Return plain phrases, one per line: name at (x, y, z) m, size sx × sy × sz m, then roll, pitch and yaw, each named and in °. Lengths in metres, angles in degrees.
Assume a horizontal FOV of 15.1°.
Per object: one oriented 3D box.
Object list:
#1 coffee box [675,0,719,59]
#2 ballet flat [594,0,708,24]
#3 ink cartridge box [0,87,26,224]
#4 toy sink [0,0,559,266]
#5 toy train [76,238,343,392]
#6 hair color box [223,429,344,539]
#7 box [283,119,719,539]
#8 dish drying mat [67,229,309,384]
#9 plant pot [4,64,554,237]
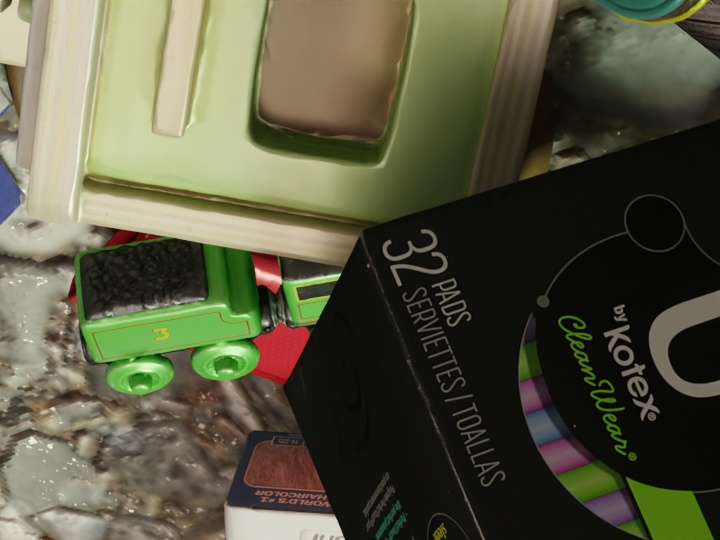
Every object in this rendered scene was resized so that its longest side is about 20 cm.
coffee box at (0.191, -0.073, 0.790) m, size 0.200 × 0.114 × 0.080 m, roll 36°, pitch 176°, yaw -20°
ballet flat at (0.045, -0.159, 0.745) m, size 0.067 × 0.067 × 0.200 m, roll -39°, pitch 85°, yaw 37°
ink cartridge box at (-0.211, -0.028, 0.914) m, size 0.043 × 0.196 × 0.200 m, roll 16°, pitch 146°, yaw 45°
toy sink at (-0.043, -0.087, 0.826) m, size 0.200 × 0.112 × 0.131 m, roll 11°, pitch 122°, yaw -2°
toy train at (0.000, 0.000, 0.914) m, size 0.200 × 0.042 × 0.056 m, roll -11°, pitch 148°, yaw 1°
hair color box at (0.002, 0.164, 1.065) m, size 0.100 × 0.061 × 0.200 m, roll 4°, pitch 118°, yaw 8°
box at (0.088, 0.079, 0.763) m, size 0.148 × 0.200 × 0.124 m, roll -18°, pitch 162°, yaw -18°
dish drying mat at (-0.003, 0.029, 1.002) m, size 0.200 × 0.018 × 0.077 m, roll 21°, pitch 147°, yaw -20°
plant pot at (-0.032, -0.053, 0.953) m, size 0.200 × 0.028 × 0.200 m, roll 8°, pitch 136°, yaw 8°
